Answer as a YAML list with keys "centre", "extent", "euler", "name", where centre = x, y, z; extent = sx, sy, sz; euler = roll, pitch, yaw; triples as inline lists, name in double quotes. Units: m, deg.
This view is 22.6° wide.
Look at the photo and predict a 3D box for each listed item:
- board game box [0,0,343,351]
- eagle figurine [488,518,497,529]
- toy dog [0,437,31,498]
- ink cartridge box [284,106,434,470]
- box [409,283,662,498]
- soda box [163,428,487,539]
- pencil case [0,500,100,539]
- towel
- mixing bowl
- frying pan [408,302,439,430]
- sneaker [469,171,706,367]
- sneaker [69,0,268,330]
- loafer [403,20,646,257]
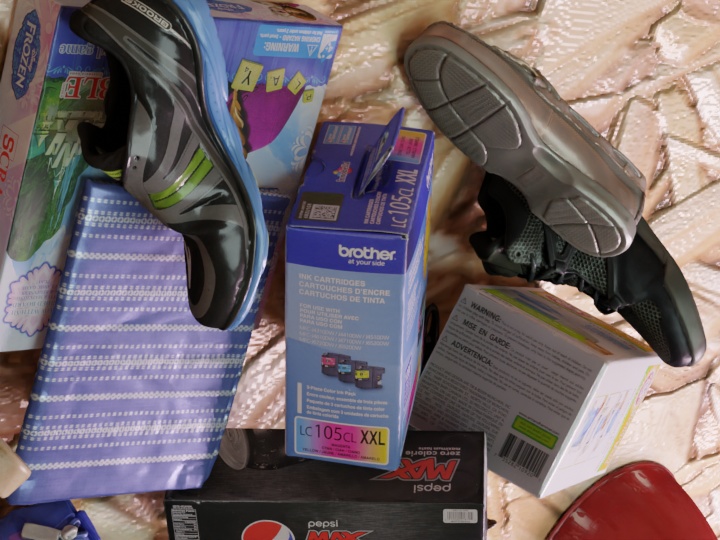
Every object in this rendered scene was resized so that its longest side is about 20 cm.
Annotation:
- centre: [-0.118, -0.056, 1.014]
  extent: [0.200, 0.041, 0.200]
  euler: [-4, 118, -43]
  name: "board game box"
- centre: [0.109, 0.254, 1.323]
  extent: [0.151, 0.200, 0.152]
  euler: [-4, 118, -44]
  name: "eagle figurine"
- centre: [-0.263, 0.075, 0.941]
  extent: [0.132, 0.096, 0.200]
  euler: [-29, 119, -25]
  name: "toy dog"
- centre: [0.000, 0.000, 1.093]
  extent: [0.137, 0.076, 0.200]
  euler: [-75, 167, -57]
  name: "ink cartridge box"
- centre: [0.124, 0.079, 1.245]
  extent: [0.101, 0.112, 0.200]
  euler: [-64, 161, 8]
  name: "box"
- centre: [-0.020, 0.144, 1.136]
  extent: [0.200, 0.071, 0.063]
  euler: [0, 129, 3]
  name: "soda box"
- centre: [-0.234, 0.198, 1.037]
  extent: [0.200, 0.078, 0.087]
  euler: [-28, 162, -30]
  name: "pencil case"
- centre: [-0.123, 0.042, 1.031]
  extent: [0.145, 0.024, 0.200]
  euler: [0, 114, -43]
  name: "towel"
- centre: [0.245, 0.276, 1.548]
  extent: [0.200, 0.108, 0.200]
  euler: [-24, 130, -33]
  name: "mixing bowl"
- centre: [0.055, 0.116, 1.316]
  extent: [0.115, 0.031, 0.190]
  euler: [7, 113, -48]
  name: "frying pan"
- centre: [0.149, -0.001, 1.235]
  extent: [0.114, 0.076, 0.200]
  euler: [-36, 93, -12]
  name: "sneaker"
- centre: [-0.103, -0.059, 0.940]
  extent: [0.083, 0.071, 0.200]
  euler: [-24, 118, -18]
  name: "sneaker"
- centre: [0.110, -0.093, 1.166]
  extent: [0.200, 0.072, 0.063]
  euler: [44, 55, -19]
  name: "loafer"
